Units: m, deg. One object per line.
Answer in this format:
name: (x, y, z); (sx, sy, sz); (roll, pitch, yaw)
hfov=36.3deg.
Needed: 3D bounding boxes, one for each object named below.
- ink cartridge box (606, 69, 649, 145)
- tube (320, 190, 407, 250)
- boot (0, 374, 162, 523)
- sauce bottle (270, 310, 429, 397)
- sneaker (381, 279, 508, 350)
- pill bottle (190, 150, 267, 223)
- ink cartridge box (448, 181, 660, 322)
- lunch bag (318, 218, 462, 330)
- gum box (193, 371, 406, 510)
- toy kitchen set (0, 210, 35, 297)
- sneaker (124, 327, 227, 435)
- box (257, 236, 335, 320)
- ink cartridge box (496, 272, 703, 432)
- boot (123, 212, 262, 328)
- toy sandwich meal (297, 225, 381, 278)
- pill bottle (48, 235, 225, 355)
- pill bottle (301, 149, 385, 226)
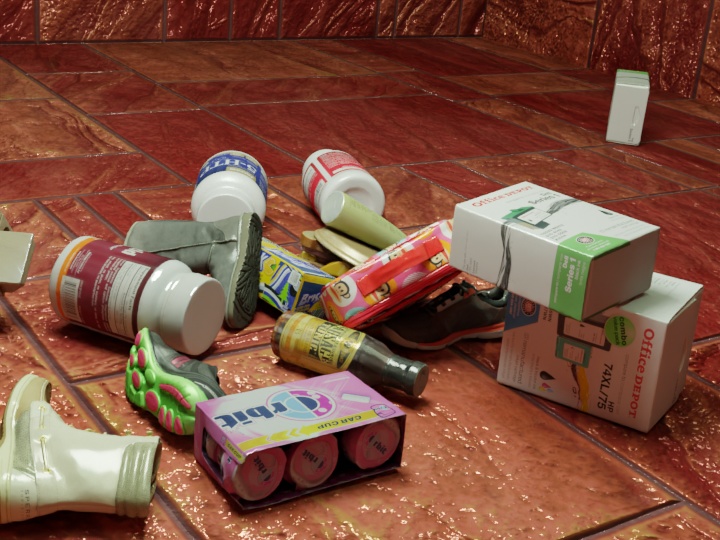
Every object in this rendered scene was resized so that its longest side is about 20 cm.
ink cartridge box: (0.657, -0.403, 2.695); (0.083, 0.147, 0.200); (9, 21, 11)
tube: (0.031, -0.052, 1.600); (0.199, 0.059, 0.052); (27, -38, -36)
boot: (-0.270, 0.171, 1.066); (0.153, 0.073, 0.200); (1, 26, -10)
sauce bottle: (-0.013, 0.102, 1.320); (0.198, 0.067, 0.066); (14, 22, 26)
sneaker: (0.117, 0.050, 1.463); (0.198, 0.083, 0.077); (-8, 25, -27)
pill bottle: (-0.208, -0.108, 1.743); (0.118, 0.121, 0.200); (3, 21, -5)
ink cartridge box: (0.223, -0.028, 1.283); (0.199, 0.085, 0.145); (25, 31, 39)
lunch bag: (0.046, 0.006, 1.396); (0.199, 0.082, 0.176); (-29, -5, -11)
gum box: (-0.067, 0.170, 1.124); (0.199, 0.067, 0.113); (-9, 24, -32)
toy kitchen set: (-0.484, 0.013, 1.423); (0.161, 0.181, 0.202); (4, 60, 4)
sneaker: (-0.203, 0.128, 1.219); (0.083, 0.077, 0.200); (12, 17, -38)
box: (-0.121, 0.004, 1.526); (0.070, 0.065, 0.199); (12, 12, -43)
ink cartridge box: (0.294, 0.079, 1.344); (0.199, 0.148, 0.146); (17, 24, 29)
boot: (-0.236, 0.001, 1.494); (0.198, 0.073, 0.183); (-4, 57, 15)
toy sandwich meal: (0.000, 0.000, 1.581); (0.204, 0.071, 0.205); (27, 10, -5)
pill bottle: (-0.276, 0.033, 1.363); (0.198, 0.115, 0.114); (15, 23, 23)
pill bottle: (-0.037, -0.140, 1.877); (0.111, 0.113, 0.200); (-1, 22, -17)
